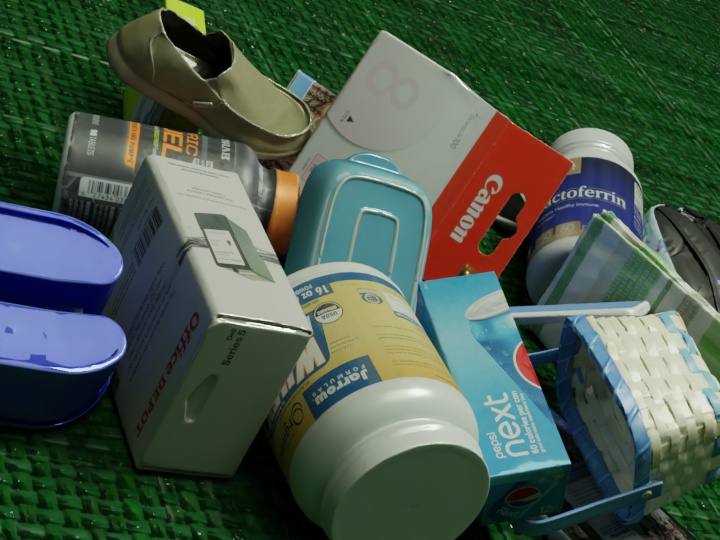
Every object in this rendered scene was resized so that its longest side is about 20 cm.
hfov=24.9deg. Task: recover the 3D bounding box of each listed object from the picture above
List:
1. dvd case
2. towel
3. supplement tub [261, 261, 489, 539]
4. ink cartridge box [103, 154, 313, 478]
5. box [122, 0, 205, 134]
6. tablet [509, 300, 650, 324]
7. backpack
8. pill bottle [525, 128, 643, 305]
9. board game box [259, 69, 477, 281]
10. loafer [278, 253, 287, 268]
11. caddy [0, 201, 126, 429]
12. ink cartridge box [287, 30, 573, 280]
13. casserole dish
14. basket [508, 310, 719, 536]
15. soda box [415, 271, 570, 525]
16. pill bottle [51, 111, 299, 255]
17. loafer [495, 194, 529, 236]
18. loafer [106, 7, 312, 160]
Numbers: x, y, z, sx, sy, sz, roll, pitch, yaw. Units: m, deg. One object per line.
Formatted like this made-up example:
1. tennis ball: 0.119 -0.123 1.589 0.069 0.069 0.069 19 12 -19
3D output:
1. dvd case: 0.179 0.185 1.372 0.200 0.018 0.142 43 30 28
2. towel: 0.257 0.060 1.514 0.031 0.150 0.200 -7 44 -48
3. supplement tub: 0.001 0.105 1.209 0.144 0.145 0.200 9 33 -32
4. ink cartridge box: -0.127 0.033 1.212 0.084 0.146 0.200 11 32 -31
5. box: -0.181 -0.157 1.509 0.047 0.122 0.200 18 29 -19
6. tablet: 0.152 0.040 1.451 0.199 0.014 0.130 -3 1 15
7. backpack: 0.340 0.022 1.685 0.162 0.154 0.201 8 55 -29
8. pill bottle: 0.231 -0.048 1.666 0.115 0.116 0.201 22 42 -11
9. board game box: 0.012 -0.079 1.520 0.200 0.097 0.159 34 2 12
10. loafer: -0.035 0.005 1.431 0.200 0.076 0.067 34 29 29
11. caddy: -0.258 0.034 1.143 0.199 0.105 0.142 12 55 -29
12. ink cartridge box: 0.056 -0.086 1.407 0.200 0.163 0.057 35 3 17
13. casserole dish: 0.000 0.000 1.347 0.121 0.201 0.039 14 -6 -21
14. basket: 0.193 0.126 1.333 0.199 0.140 0.177 -9 46 -11
15. soda box: 0.099 0.096 1.275 0.067 0.064 0.201 -8 48 -11
16. pill bottle: -0.153 -0.063 1.362 0.199 0.107 0.106 10 31 -11
17. loafer: 0.123 -0.109 1.764 0.200 0.070 0.070 36 20 13
18. loafer: -0.117 -0.158 1.385 0.199 0.068 0.076 23 45 -29
